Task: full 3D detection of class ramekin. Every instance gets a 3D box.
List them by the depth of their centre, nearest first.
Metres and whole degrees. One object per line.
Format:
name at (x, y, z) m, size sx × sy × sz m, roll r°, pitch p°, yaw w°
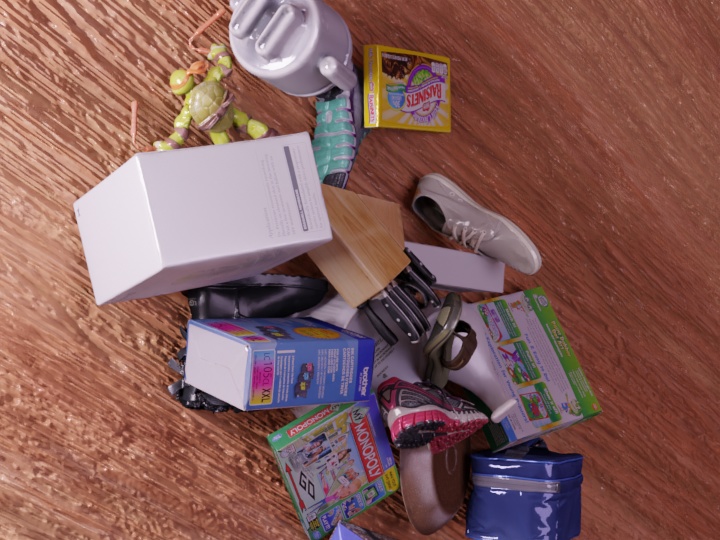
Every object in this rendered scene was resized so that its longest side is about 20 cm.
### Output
ramekin at (-0.001, 0.107, 1.741) m, size 0.202 × 0.094 × 0.204 m, roll -2°, pitch 93°, yaw -42°

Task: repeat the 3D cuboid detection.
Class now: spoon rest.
spoon rest at (0.137, 0.119, 1.819) m, size 0.099 × 0.200 × 0.061 m, roll -37°, pitch 148°, yaw 2°

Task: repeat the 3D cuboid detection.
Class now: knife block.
knife block at (0.000, 0.000, 1.651) m, size 0.199 × 0.064 × 0.177 m, roll 14°, pitch 58°, yaw -35°

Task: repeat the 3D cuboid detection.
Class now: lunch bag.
lunch bag at (0.229, 0.295, 1.907) m, size 0.200 × 0.135 × 0.133 m, roll 6°, pitch 89°, yaw -69°

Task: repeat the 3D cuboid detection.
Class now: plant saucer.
plant saucer at (0.104, 0.244, 1.830) m, size 0.200 × 0.036 × 0.202 m, roll -2°, pitch 90°, yaw -67°

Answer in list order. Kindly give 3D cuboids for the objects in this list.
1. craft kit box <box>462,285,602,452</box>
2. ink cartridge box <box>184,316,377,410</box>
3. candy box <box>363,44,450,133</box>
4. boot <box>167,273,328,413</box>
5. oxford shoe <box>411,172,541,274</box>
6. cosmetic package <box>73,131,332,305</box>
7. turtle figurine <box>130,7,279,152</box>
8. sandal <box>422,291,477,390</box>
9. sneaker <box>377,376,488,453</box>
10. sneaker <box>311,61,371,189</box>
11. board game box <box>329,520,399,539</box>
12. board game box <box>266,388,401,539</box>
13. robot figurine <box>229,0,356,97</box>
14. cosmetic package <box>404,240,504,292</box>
craft kit box at (0.215, 0.130, 1.915) m, size 0.197 × 0.048 × 0.201 m, roll -11°, pitch 70°, yaw -39°
ink cartridge box at (-0.077, 0.099, 1.555) m, size 0.199 × 0.136 × 0.077 m, roll 2°, pitch 99°, yaw -37°
candy box at (0.062, -0.230, 1.797) m, size 0.200 × 0.026 × 0.103 m, roll -6°, pitch 98°, yaw -60°
boot at (-0.128, 0.083, 1.639) m, size 0.197 × 0.073 × 0.164 m, roll 3°, pitch 87°, yaw -35°
oxford shoe at (0.146, -0.051, 1.827) m, size 0.058 × 0.200 × 0.075 m, roll -44°, pitch 162°, yaw -33°
cosmetic package at (-0.169, -0.052, 1.478) m, size 0.199 × 0.199 × 0.124 m, roll -9°, pitch 83°, yaw -30°
turtle figurine at (-0.162, -0.187, 1.604) m, size 0.161 × 0.064 × 0.201 m, roll 43°, pitch 63°, yaw -34°
sandal at (0.114, 0.089, 1.698) m, size 0.201 × 0.057 × 0.080 m, roll 85°, pitch 27°, yaw -65°
sneaker at (0.091, 0.171, 1.708) m, size 0.200 × 0.080 × 0.075 m, roll 22°, pitch 37°, yaw -60°
sneaker at (-0.014, -0.162, 1.738) m, size 0.087 × 0.074 × 0.201 m, roll 13°, pitch 82°, yaw -47°
board game box at (0.062, 0.407, 1.739) m, size 0.200 × 0.159 × 0.097 m, roll 29°, pitch 89°, yaw -45°
board game box at (-0.028, 0.231, 1.681) m, size 0.134 × 0.029 × 0.201 m, roll -30°, pitch 138°, yaw -13°
robot figurine at (-0.077, -0.265, 1.618) m, size 0.113 × 0.170 × 0.200 m, roll -50°, pitch 163°, yaw 8°
cosmetic package at (0.093, -0.005, 1.831) m, size 0.199 × 0.082 × 0.051 m, roll 9°, pitch 86°, yaw -43°
